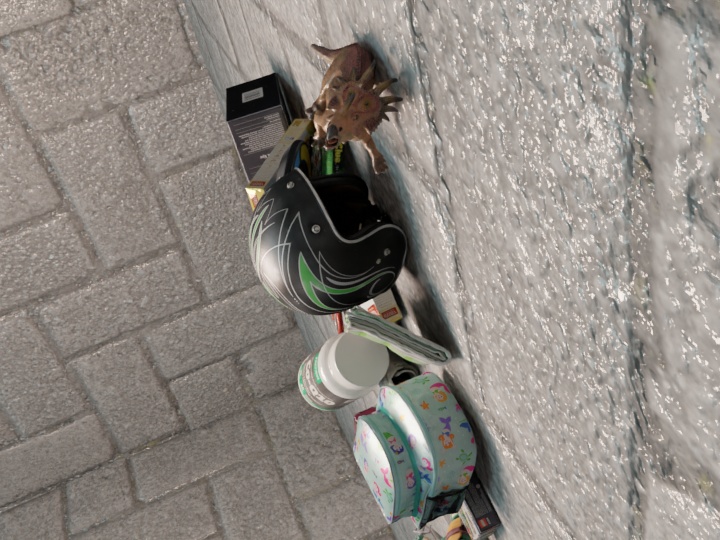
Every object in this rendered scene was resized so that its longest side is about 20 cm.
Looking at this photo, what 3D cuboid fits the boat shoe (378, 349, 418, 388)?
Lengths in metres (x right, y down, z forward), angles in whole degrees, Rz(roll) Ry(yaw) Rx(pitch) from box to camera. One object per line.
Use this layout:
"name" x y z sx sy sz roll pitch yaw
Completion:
"boat shoe" 0.067 0.188 1.369 0.200 0.072 0.066 -95 27 -58

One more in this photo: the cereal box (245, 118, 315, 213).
"cereal box" -0.117 -0.140 1.357 0.200 0.039 0.144 -62 -30 -41

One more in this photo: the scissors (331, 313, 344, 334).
"scissors" -0.042 0.040 1.416 0.200 0.014 0.073 91 166 -53

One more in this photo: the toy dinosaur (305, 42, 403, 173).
"toy dinosaur" -0.010 -0.195 0.876 0.136 0.086 0.200 104 160 -58

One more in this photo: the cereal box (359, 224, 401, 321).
"cereal box" 0.000 0.000 1.330 0.144 0.039 0.200 131 117 -76

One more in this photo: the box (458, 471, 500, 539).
"box" 0.153 0.324 1.287 0.110 0.035 0.200 87 158 -64

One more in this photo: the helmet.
"helmet" -0.055 -0.037 1.085 0.200 0.190 0.200 11 103 61

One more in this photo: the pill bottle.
"pill bottle" -0.029 0.169 1.383 0.113 0.113 0.200 66 155 10

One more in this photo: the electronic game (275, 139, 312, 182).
"electronic game" -0.098 -0.100 1.250 0.200 0.042 0.200 4 -90 -85

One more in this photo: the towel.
"towel" 0.044 0.100 1.131 0.149 0.031 0.200 27 171 1

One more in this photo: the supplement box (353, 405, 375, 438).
"supplement box" 0.053 0.331 1.652 0.200 0.110 0.086 88 157 -66

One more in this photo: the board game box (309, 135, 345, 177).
"board game box" -0.054 -0.157 1.275 0.200 0.023 0.105 -140 53 -73

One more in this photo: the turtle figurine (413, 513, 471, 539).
"turtle figurine" 0.154 0.446 1.368 0.200 0.101 0.150 -76 5 -66

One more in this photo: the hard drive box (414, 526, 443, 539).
"hard drive box" 0.177 0.571 1.438 0.156 0.077 0.200 44 179 -20

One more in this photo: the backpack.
"backpack" 0.079 0.251 1.162 0.178 0.150 0.200 59 148 37

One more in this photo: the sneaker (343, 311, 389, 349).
"sneaker" -0.003 0.056 1.440 0.085 0.077 0.200 91 155 -58

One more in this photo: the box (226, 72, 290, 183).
"box" -0.172 -0.240 1.507 0.200 0.104 0.182 -106 -2 -60
